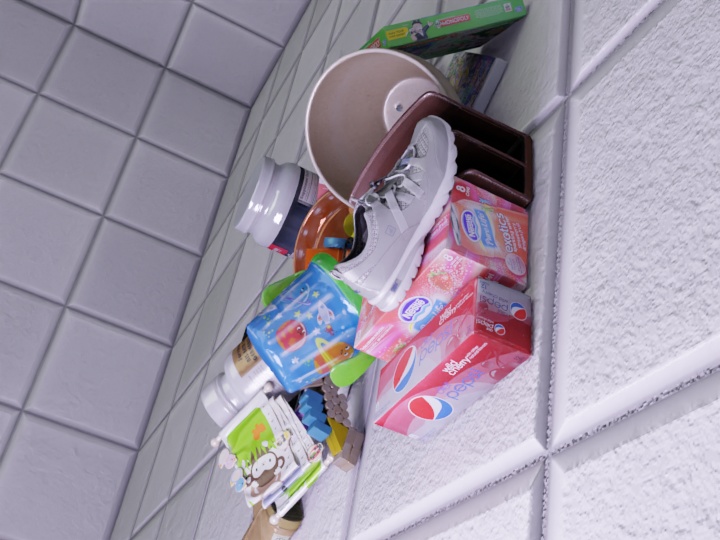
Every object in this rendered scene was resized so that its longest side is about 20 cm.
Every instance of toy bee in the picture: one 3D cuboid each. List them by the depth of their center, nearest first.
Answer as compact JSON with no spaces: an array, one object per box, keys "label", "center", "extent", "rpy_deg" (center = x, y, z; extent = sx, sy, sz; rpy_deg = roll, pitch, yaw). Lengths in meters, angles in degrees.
[{"label":"toy bee","center":[0.000,0.000,1.212],"extent":[0.200,0.108,0.132],"rpy_deg":[-128,48,-62]}]

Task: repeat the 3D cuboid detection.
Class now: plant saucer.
[{"label":"plant saucer","center":[-0.020,-0.022,1.313],"extent":[0.199,0.032,0.202],"rpy_deg":[-12,72,43]}]

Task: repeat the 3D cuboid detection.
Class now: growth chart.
[{"label":"growth chart","center":[-0.125,0.247,1.236],"extent":[0.145,0.018,0.200],"rpy_deg":[-51,45,2]}]

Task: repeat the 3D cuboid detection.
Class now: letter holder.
[{"label":"letter holder","center":[0.076,-0.079,1.007],"extent":[0.200,0.141,0.101],"rpy_deg":[-51,22,45]}]

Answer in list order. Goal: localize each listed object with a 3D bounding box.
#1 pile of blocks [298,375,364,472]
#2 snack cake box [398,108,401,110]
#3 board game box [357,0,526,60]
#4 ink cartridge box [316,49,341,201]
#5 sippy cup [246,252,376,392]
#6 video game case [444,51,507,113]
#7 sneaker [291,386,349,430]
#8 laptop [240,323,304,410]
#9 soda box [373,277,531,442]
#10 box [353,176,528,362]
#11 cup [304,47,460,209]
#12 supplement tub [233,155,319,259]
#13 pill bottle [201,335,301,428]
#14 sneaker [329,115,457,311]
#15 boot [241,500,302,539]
[{"label":"pile of blocks","center":[-0.061,0.163,1.144],"extent":[0.062,0.081,0.201],"rpy_deg":[-48,54,46]},{"label":"snack cake box","center":[0.054,-0.252,1.393],"extent":[0.201,0.066,0.116],"rpy_deg":[-83,4,-51]},{"label":"board game box","center":[0.098,-0.304,1.187],"extent":[0.134,0.198,0.029],"rpy_deg":[-15,93,70]},{"label":"ink cartridge box","center":[-0.018,-0.207,1.340],"extent":[0.201,0.067,0.117],"rpy_deg":[101,176,-49]},{"label":"sippy cup","center":[-0.059,0.070,1.079],"extent":[0.130,0.140,0.178],"rpy_deg":[-34,3,-12]},{"label":"video game case","center":[0.133,-0.230,1.256],"extent":[0.144,0.018,0.200],"rpy_deg":[-64,16,10]},{"label":"sneaker","center":[-0.052,0.136,1.246],"extent":[0.201,0.083,0.081],"rpy_deg":[-62,16,20]},{"label":"laptop","center":[-0.128,0.157,1.430],"extent":[0.104,0.198,0.179],"rpy_deg":[67,-145,-58]},{"label":"soda box","center":[0.086,0.091,0.888],"extent":[0.200,0.063,0.070],"rpy_deg":[-51,22,46]},{"label":"box","center":[0.082,0.011,0.951],"extent":[0.200,0.094,0.103],"rpy_deg":[-50,22,47]},{"label":"cup","center":[0.049,-0.183,1.143],"extent":[0.201,0.200,0.143],"rpy_deg":[-58,-10,29]},{"label":"supplement tub","center":[-0.087,-0.085,1.448],"extent":[0.141,0.199,0.141],"rpy_deg":[-58,18,31]},{"label":"pill bottle","center":[-0.136,0.146,1.349],"extent":[0.200,0.114,0.115],"rpy_deg":[-42,22,13]},{"label":"sneaker","center":[0.034,-0.066,0.888],"extent":[0.075,0.081,0.202],"rpy_deg":[-19,49,69]},{"label":"boot","center":[-0.155,0.382,1.283],"extent":[0.201,0.066,0.175],"rpy_deg":[-64,18,15]}]
